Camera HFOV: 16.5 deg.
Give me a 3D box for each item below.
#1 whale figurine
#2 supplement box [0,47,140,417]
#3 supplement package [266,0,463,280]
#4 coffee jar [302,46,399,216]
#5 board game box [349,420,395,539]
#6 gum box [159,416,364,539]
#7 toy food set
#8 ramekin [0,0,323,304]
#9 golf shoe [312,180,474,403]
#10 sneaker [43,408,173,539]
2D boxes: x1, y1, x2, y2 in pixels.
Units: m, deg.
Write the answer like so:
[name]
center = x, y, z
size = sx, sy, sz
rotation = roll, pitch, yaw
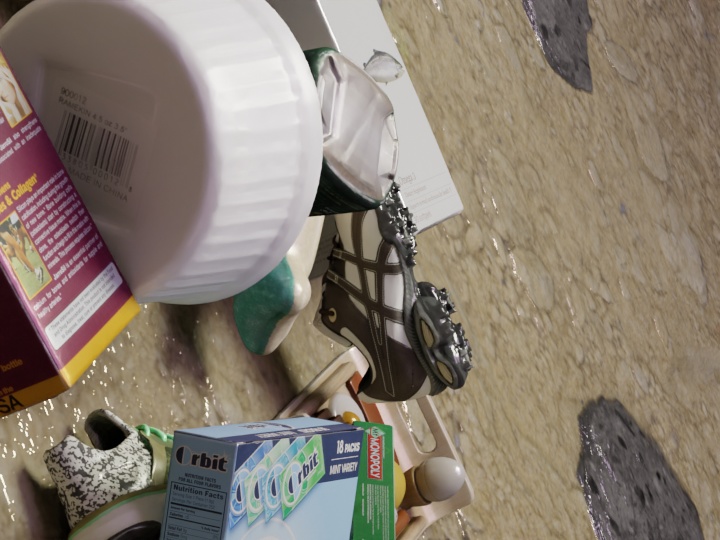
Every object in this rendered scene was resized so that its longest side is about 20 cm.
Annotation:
[whale figurine]
center = -0.077, -0.048, 1.619
size = 0.103, 0.159, 0.201
rotation = 9, 57, -19
[supplement box]
center = -0.214, -0.030, 1.328
size = 0.201, 0.085, 0.110
rotation = 63, 24, -13
[supplement package]
center = -0.029, -0.105, 1.772
size = 0.201, 0.117, 0.117
rotation = 67, 23, -2
[coffee jar]
center = -0.084, -0.074, 1.516
size = 0.104, 0.199, 0.086
rotation = 38, 51, -51
[board game box]
center = -0.002, 0.204, 1.533
size = 0.200, 0.029, 0.135
rotation = -90, -173, -59
[gum box]
center = -0.063, 0.188, 1.411
size = 0.170, 0.044, 0.201
rotation = 1, 98, -66
[toy food set]
center = 0.017, 0.134, 1.731
size = 0.144, 0.060, 0.200
rotation = 65, 22, -7
[ramekin]
center = -0.130, -0.074, 1.424
size = 0.098, 0.200, 0.201
rotation = -14, 83, -59
[golf shoe]
center = 0.000, 0.000, 1.673
size = 0.078, 0.094, 0.201
rotation = -57, 124, -76
[sneaker]
center = -0.120, 0.113, 1.441
size = 0.089, 0.077, 0.200
rotation = 59, 18, 7
